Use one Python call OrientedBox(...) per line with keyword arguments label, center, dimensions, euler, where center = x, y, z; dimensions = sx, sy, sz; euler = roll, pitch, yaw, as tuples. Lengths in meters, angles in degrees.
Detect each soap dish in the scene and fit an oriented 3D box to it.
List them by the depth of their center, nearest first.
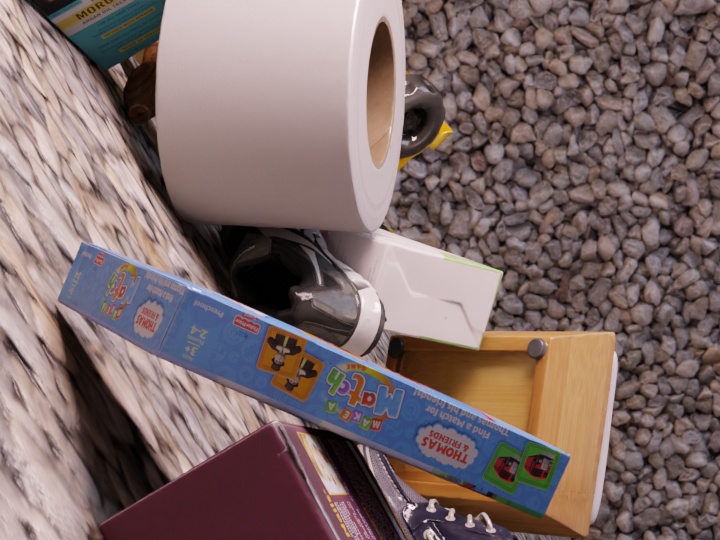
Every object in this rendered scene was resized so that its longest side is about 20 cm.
OrientedBox(label="soap dish", center=(0.097, 0.120, 1.523), dimensions=(0.081, 0.200, 0.157), euler=(20, 75, -44))

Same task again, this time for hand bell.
OrientedBox(label="hand bell", center=(-0.154, -0.160, 1.495), dimensions=(0.104, 0.104, 0.200), euler=(58, 17, -26))

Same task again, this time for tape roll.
OrientedBox(label="tape roll", center=(-0.052, -0.130, 1.409), dimensions=(0.203, 0.139, 0.203), euler=(3, 90, -77))

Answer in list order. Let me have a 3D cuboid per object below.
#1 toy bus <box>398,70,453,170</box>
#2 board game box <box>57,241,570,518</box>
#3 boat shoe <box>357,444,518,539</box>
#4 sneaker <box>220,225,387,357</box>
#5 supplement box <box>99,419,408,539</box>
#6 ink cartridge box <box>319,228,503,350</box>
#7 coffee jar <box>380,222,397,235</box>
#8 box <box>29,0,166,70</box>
OrientedBox(label="toy bus", center=(-0.053, -0.127, 1.606), dimensions=(0.136, 0.192, 0.200), euler=(47, 5, 41))
OrientedBox(label="board game box", center=(-0.025, 0.048, 0.894), dimensions=(0.200, 0.037, 0.151), euler=(26, -3, -25))
OrientedBox(label="boat shoe", center=(0.065, 0.199, 1.455), dimensions=(0.200, 0.093, 0.075), euler=(63, 5, 28))
OrientedBox(label="sneaker", center=(-0.065, -0.004, 1.439), dimensions=(0.090, 0.067, 0.200), euler=(16, 16, -37))
OrientedBox(label="supplement box", center=(-0.029, 0.135, 0.853), dimensions=(0.110, 0.086, 0.200), euler=(61, 4, 10))
OrientedBox(label="ink cartridge box", center=(0.000, 0.000, 1.529), dimensions=(0.117, 0.067, 0.200), euler=(13, 5, -36))
OrientedBox(label="coffee jar", center=(-0.023, -0.024, 1.782), dimensions=(0.200, 0.104, 0.085), euler=(55, 44, -72))
OrientedBox(label="box", center=(-0.182, -0.205, 1.335), dimensions=(0.049, 0.082, 0.200), euler=(62, 5, 17))
